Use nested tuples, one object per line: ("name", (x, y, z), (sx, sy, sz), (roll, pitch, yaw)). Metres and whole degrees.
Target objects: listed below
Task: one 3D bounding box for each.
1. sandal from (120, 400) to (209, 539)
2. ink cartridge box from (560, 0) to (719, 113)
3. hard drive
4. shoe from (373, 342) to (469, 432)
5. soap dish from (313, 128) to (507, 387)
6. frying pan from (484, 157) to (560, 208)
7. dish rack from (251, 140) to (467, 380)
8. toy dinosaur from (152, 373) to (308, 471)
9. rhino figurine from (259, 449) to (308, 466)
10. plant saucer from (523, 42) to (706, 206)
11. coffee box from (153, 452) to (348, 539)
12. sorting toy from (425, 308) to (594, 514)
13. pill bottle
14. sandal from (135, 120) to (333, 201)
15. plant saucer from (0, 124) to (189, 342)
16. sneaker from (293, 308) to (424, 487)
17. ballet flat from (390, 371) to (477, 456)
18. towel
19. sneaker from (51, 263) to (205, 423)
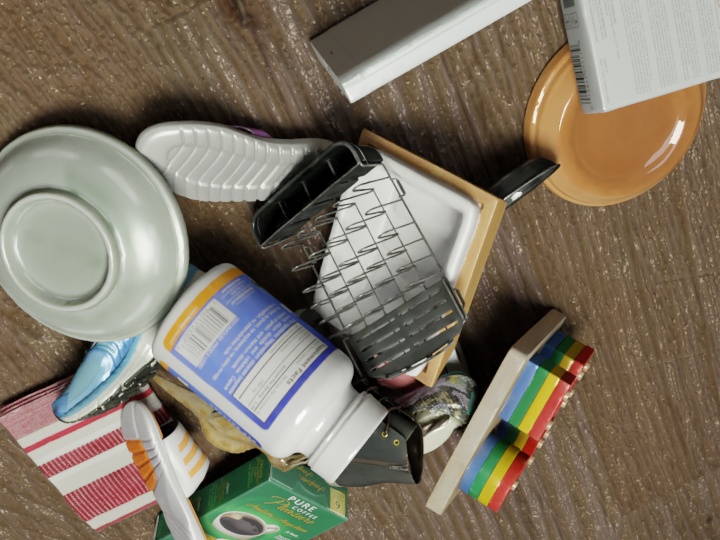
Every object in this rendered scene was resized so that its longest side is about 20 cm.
("sandal", (-0.188, 0.219, 0.881), (0.059, 0.079, 0.207), (-31, 110, -35))
("ink cartridge box", (0.287, -0.248, 0.768), (0.200, 0.057, 0.163), (-18, 103, -11))
("hard drive", (0.060, -0.217, 0.695), (0.200, 0.132, 0.026), (-30, 122, 2))
("shoe", (0.071, 0.115, 0.931), (0.091, 0.072, 0.200), (-14, 129, 10))
("soap dish", (0.045, -0.015, 0.798), (0.081, 0.157, 0.200), (-18, 132, -49))
("frying pan", (0.130, -0.060, 0.857), (0.115, 0.031, 0.190), (-30, 172, -37))
("dish rack", (0.000, 0.000, 0.750), (0.055, 0.200, 0.153), (-19, 167, -48))
("toy dinosaur", (-0.134, 0.142, 0.830), (0.200, 0.058, 0.101), (32, 126, -3))
("rhino figurine", (-0.075, 0.171, 0.921), (0.087, 0.060, 0.200), (-14, 125, -17))
("plant saucer", (0.265, -0.153, 0.848), (0.200, 0.037, 0.201), (-7, 120, -12))
("coffee box", (-0.124, 0.278, 0.942), (0.200, 0.044, 0.123), (-35, 125, 29))
("sorting toy", (0.172, 0.160, 0.903), (0.070, 0.200, 0.199), (31, 110, 17))
("pill bottle", (-0.077, 0.094, 0.747), (0.200, 0.112, 0.112), (38, 106, 6))
("sandal", (-0.109, -0.104, 0.764), (0.202, 0.050, 0.083), (5, 133, -33))
("plant saucer", (-0.249, -0.022, 0.717), (0.200, 0.050, 0.201), (4, 112, 11))
("sneaker", (-0.002, 0.125, 0.832), (0.106, 0.075, 0.200), (-6, 113, 28))
("ballet flat", (0.041, 0.173, 0.892), (0.200, 0.072, 0.072), (-32, 126, 33))
("towel", (-0.270, 0.187, 0.896), (0.144, 0.023, 0.200), (-25, 124, -4))
("sneaker", (-0.232, 0.062, 0.809), (0.090, 0.078, 0.200), (41, 92, 7))
